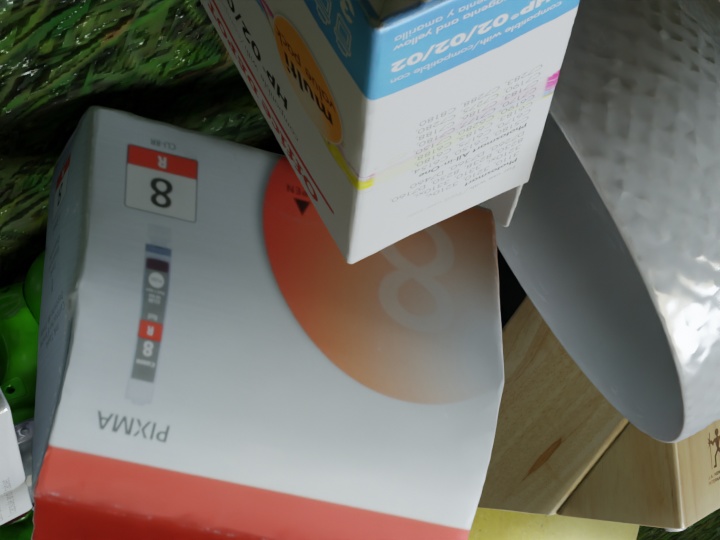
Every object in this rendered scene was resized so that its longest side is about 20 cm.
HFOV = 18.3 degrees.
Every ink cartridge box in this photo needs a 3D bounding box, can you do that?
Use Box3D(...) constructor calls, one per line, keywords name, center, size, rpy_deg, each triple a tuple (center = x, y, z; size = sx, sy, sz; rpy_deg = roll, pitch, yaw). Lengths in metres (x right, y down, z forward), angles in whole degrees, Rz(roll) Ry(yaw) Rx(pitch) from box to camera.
Box3D(name="ink cartridge box", center=(0.001, -0.082, 0.654), size=(0.067, 0.116, 0.200), rpy_deg=(-25, 162, -11))
Box3D(name="ink cartridge box", center=(-0.029, 0.051, 0.751), size=(0.161, 0.201, 0.050), rpy_deg=(14, 141, -22))

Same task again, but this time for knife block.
Box3D(name="knife block", center=(0.104, 0.014, 0.946), size=(0.199, 0.177, 0.064), rpy_deg=(1, -167, 40))

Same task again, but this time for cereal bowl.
Box3D(name="cereal bowl", center=(0.088, -0.047, 0.763), size=(0.083, 0.201, 0.200), rpy_deg=(-31, 163, -7))

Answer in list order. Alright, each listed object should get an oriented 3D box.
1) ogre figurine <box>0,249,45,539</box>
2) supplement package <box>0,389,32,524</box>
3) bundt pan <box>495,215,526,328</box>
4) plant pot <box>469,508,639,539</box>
Box3D(name="ogre figurine", center=(-0.122, 0.062, 0.851), size=(0.200, 0.120, 0.098), rpy_deg=(-39, 165, 32))
Box3D(name="supplement package", center=(-0.217, 0.058, 0.695), size=(0.199, 0.110, 0.114), rpy_deg=(-26, 162, -13))
Box3D(name="bundt pan", center=(0.000, 0.000, 0.950), size=(0.201, 0.076, 0.202), rpy_deg=(-27, 162, -9))
Box3D(name="plant pot", center=(0.030, 0.110, 1.174), size=(0.141, 0.201, 0.200), rpy_deg=(15, 138, -34))
